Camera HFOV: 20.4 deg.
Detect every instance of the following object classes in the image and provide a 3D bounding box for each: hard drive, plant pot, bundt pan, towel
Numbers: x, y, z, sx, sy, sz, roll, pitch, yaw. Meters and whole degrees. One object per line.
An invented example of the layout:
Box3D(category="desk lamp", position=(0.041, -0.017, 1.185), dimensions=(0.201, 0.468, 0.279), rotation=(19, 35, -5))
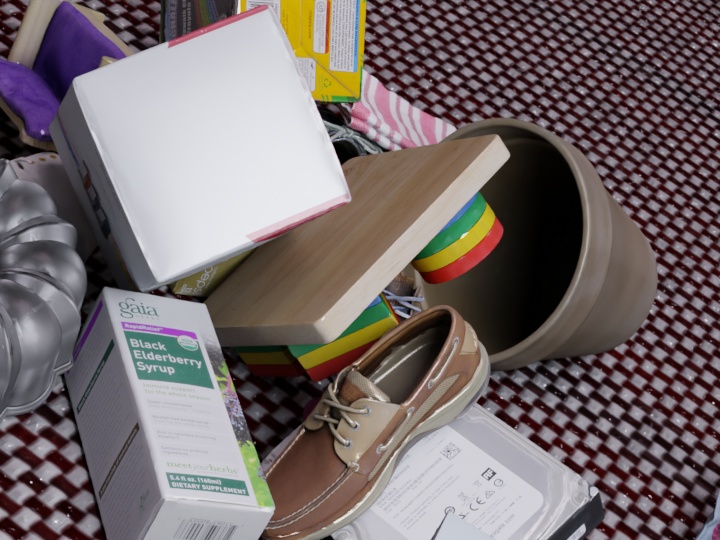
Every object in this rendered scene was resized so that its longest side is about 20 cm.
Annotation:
Box3D(category="hard drive", position=(0.042, 0.146, 1.319), dimensions=(0.140, 0.038, 0.200), rotation=(-40, 49, -19))
Box3D(category="plant pot", position=(0.147, -0.006, 1.626), dimensions=(0.173, 0.200, 0.200), rotation=(19, 28, -49))
Box3D(category="bundt pan", position=(-0.266, 0.000, 1.300), dimensions=(0.201, 0.076, 0.203), rotation=(15, 53, -21))
Box3D(category="towel", position=(0.056, -0.120, 1.784), dimensions=(0.200, 0.030, 0.146), rotation=(29, 17, -24))

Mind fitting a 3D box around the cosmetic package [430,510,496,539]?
Box3D(category="cosmetic package", position=(0.064, 0.254, 1.131), dimensions=(0.150, 0.200, 0.052), rotation=(30, 30, 1))

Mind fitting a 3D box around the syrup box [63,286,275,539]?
Box3D(category="syrup box", position=(-0.129, 0.107, 1.308), dimensions=(0.078, 0.082, 0.200), rotation=(11, 36, -29))

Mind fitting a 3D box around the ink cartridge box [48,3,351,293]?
Box3D(category="ink cartridge box", position=(-0.116, -0.076, 1.373), dimensions=(0.145, 0.200, 0.145), rotation=(-24, 92, -13))

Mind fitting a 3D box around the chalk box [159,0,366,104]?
Box3D(category="chalk box", position=(-0.095, -0.204, 1.710), dimensions=(0.123, 0.125, 0.200), rotation=(1, 3, -29))

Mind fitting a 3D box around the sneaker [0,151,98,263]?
Box3D(category="sneaker", position=(-0.278, -0.061, 1.451), dimensions=(0.200, 0.074, 0.116), rotation=(38, 29, -4))

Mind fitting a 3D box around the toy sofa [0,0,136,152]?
Box3D(category="toy sofa", position=(-0.227, -0.152, 1.550), dimensions=(0.097, 0.083, 0.200), rotation=(16, 15, -31))

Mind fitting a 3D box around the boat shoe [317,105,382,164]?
Box3D(category="boat shoe", position=(-0.022, -0.089, 1.705), dimensions=(0.075, 0.062, 0.200), rotation=(17, 32, -13))

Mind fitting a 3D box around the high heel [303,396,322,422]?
Box3D(category="high heel", position=(0.036, 0.144, 1.367), dimensions=(0.067, 0.096, 0.200), rotation=(-32, 68, -24))

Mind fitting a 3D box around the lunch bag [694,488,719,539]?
Box3D(category="lunch bag", position=(0.369, 0.222, 1.510), dimensions=(0.200, 0.128, 0.169), rotation=(32, 27, 25))

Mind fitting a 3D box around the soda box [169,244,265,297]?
Box3D(category="soda box", position=(-0.136, -0.065, 1.573), dimensions=(0.068, 0.064, 0.200), rotation=(7, 37, -33))

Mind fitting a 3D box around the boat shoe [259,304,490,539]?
Box3D(category="boat shoe", position=(-0.001, 0.095, 1.301), dimensions=(0.076, 0.072, 0.200), rotation=(31, 66, 36))

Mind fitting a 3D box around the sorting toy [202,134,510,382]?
Box3D(category="sorting toy", position=(0.000, 0.000, 1.424), dimensions=(0.200, 0.199, 0.070), rotation=(-46, 110, -26))

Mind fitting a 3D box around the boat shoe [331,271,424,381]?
Box3D(category="boat shoe", position=(0.010, 0.034, 1.538), dimensions=(0.072, 0.073, 0.200), rotation=(11, 35, -29))
